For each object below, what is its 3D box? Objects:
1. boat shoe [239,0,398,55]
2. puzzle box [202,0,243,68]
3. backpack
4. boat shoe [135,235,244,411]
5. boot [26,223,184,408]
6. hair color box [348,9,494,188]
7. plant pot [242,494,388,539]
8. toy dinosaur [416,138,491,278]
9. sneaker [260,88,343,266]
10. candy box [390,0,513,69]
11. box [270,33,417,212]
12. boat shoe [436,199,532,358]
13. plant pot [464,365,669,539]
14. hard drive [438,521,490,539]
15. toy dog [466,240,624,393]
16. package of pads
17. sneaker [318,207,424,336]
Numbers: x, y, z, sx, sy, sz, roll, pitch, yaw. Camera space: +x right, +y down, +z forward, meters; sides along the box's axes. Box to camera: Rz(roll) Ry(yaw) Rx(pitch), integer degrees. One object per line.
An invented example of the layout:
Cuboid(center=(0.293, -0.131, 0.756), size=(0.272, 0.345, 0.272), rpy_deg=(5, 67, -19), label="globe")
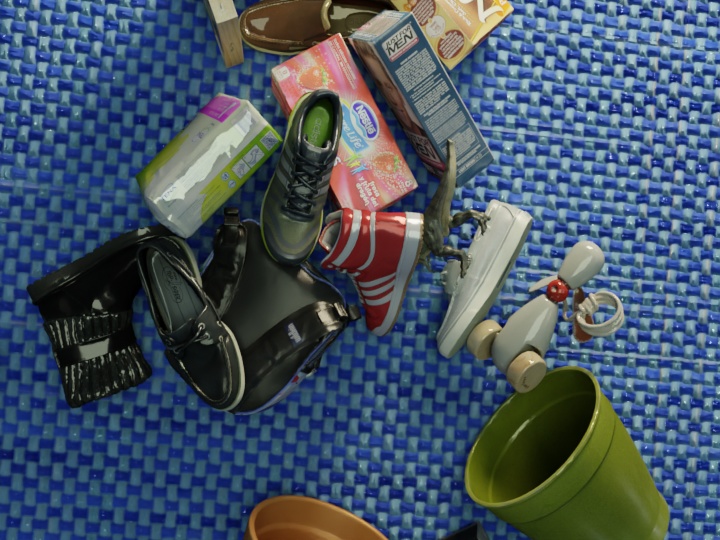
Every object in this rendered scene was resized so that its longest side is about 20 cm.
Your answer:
Cuboid(center=(-0.048, -0.306, 1.137), size=(0.198, 0.075, 0.076), rpy_deg=(-7, 90, -6), label="boat shoe")
Cuboid(center=(-0.167, -0.317, 1.063), size=(0.025, 0.200, 0.136), rpy_deg=(-18, 90, -5), label="puzzle box")
Cuboid(center=(-0.124, 0.064, 1.086), size=(0.199, 0.154, 0.191), rpy_deg=(40, 83, 12), label="backpack")
Cuboid(center=(-0.185, 0.054, 0.997), size=(0.073, 0.066, 0.203), rpy_deg=(-22, 79, 15), label="boat shoe")
Cuboid(center=(-0.272, 0.052, 1.104), size=(0.208, 0.079, 0.160), rpy_deg=(-26, 85, 5), label="boot")
Cuboid(center=(0.071, -0.201, 1.107), size=(0.060, 0.100, 0.202), rpy_deg=(-36, 113, -5), label="hair color box")
Cuboid(center=(-0.057, 0.375, 1.080), size=(0.197, 0.200, 0.142), rpy_deg=(21, 103, -5), label="plant pot")
Cuboid(center=(0.100, -0.047, 1.109), size=(0.087, 0.048, 0.202), rpy_deg=(26, 122, 3), label="toy dinosaur")
Cuboid(center=(-0.063, -0.106, 1.020), size=(0.072, 0.081, 0.204), rpy_deg=(11, 82, -8), label="sneaker")
Cuboid(center=(0.083, -0.353, 1.137), size=(0.201, 0.055, 0.115), rpy_deg=(49, 49, -4), label="candy box")
Cuboid(center=(-0.022, -0.160, 1.126), size=(0.093, 0.103, 0.203), rpy_deg=(-28, 91, -6), label="box")
Cuboid(center=(0.137, 0.007, 1.165), size=(0.071, 0.070, 0.203), rpy_deg=(29, 90, 18), label="boat shoe")
Cuboid(center=(0.258, 0.256, 1.118), size=(0.201, 0.200, 0.193), rpy_deg=(-46, 106, -5), label="plant pot")
Cuboid(center=(0.134, 0.430, 1.163), size=(0.133, 0.042, 0.203), rpy_deg=(-22, 92, -6), label="hard drive")
Cuboid(center=(0.229, 0.066, 1.150), size=(0.198, 0.096, 0.134), rpy_deg=(-32, 57, 16), label="toy dog")
Cuboid(center=(-0.178, -0.121, 1.058), size=(0.155, 0.200, 0.068), rpy_deg=(-46, 111, -4), label="package of pads")
Cuboid(center=(0.000, 0.000, 1.086), size=(0.110, 0.202, 0.072), rpy_deg=(8, 50, -6), label="sneaker")
